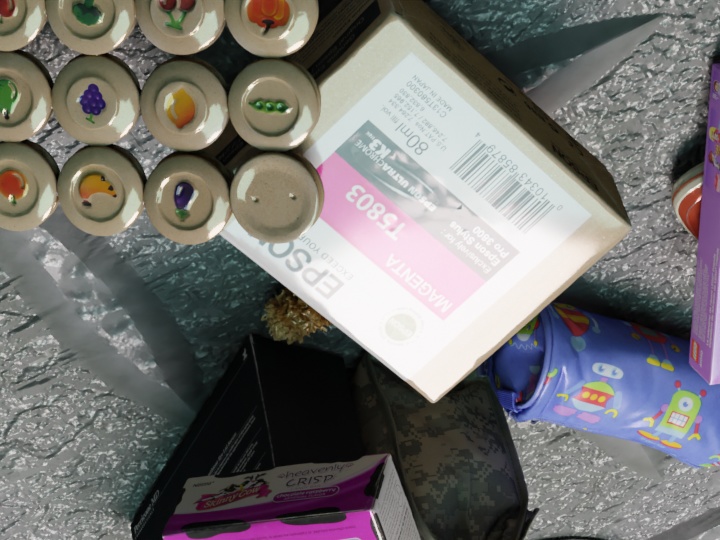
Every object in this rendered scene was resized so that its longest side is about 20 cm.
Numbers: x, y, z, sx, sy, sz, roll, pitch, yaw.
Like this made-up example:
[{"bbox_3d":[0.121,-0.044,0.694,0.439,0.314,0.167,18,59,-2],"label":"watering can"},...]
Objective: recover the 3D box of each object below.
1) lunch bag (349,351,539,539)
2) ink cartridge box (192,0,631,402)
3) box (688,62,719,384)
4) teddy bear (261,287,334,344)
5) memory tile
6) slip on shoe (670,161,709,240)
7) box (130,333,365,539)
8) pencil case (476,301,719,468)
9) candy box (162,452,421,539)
[{"bbox_3d":[0.034,0.181,1.317,0.117,0.201,0.164,13,128,-24],"label":"lunch bag"},{"bbox_3d":[0.027,-0.045,1.124,0.200,0.075,0.165,38,109,-24],"label":"ink cartridge box"},{"bbox_3d":[0.281,-0.032,1.239,0.136,0.039,0.201,-4,111,-13],"label":"box"},{"bbox_3d":[0.000,0.000,1.229,0.144,0.067,0.201,-16,134,4],"label":"teddy bear"},{"bbox_3d":[-0.118,-0.090,1.061,0.199,0.017,0.154,3,106,10],"label":"memory tile"},{"bbox_3d":[0.273,-0.010,1.295,0.074,0.061,0.200,-35,130,21],"label":"slip on shoe"},{"bbox_3d":[-0.075,0.165,1.315,0.078,0.142,0.200,13,128,-27],"label":"box"},{"bbox_3d":[0.180,0.079,1.341,0.199,0.078,0.087,15,98,-26],"label":"pencil case"},{"bbox_3d":[-0.020,0.213,1.200,0.136,0.061,0.201,-9,118,19],"label":"candy box"}]
